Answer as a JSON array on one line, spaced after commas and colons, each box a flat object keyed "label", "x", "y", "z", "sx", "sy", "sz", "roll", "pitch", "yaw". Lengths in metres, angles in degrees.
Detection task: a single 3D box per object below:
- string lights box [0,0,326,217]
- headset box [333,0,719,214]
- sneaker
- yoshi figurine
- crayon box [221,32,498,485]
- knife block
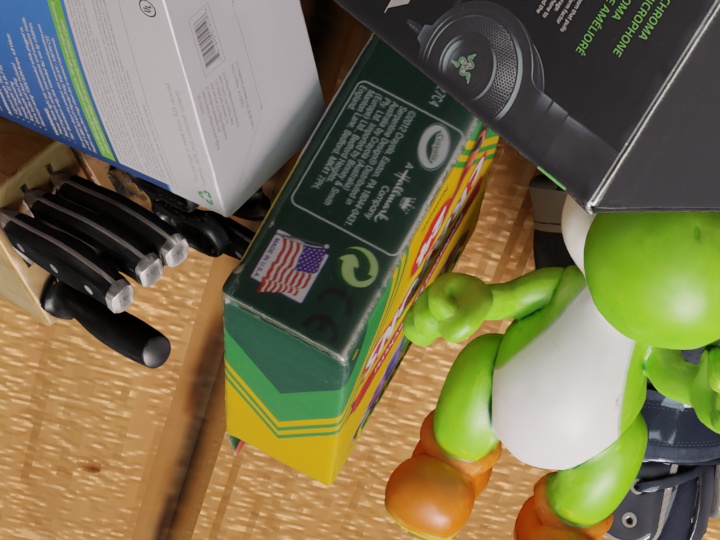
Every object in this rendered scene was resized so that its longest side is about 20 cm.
[{"label": "string lights box", "x": -0.112, "y": -0.103, "z": 0.838, "sx": 0.199, "sy": 0.059, "sz": 0.103, "roll": 25, "pitch": 145, "yaw": 33}, {"label": "headset box", "x": 0.068, "y": -0.102, "z": 0.700, "sx": 0.200, "sy": 0.174, "sz": 0.093, "roll": 41, "pitch": 112, "yaw": 25}, {"label": "sneaker", "x": 0.155, "y": 0.039, "z": 0.930, "sx": 0.202, "sy": 0.077, "sz": 0.147, "roll": 4, "pitch": 96, "yaw": 40}, {"label": "yoshi figurine", "x": 0.083, "y": 0.029, "z": 0.853, "sx": 0.112, "sy": 0.112, "sz": 0.201, "roll": 2, "pitch": 126, "yaw": -38}, {"label": "crayon box", "x": 0.000, "y": 0.000, "z": 0.896, "sx": 0.051, "sy": 0.127, "sz": 0.200, "roll": 27, "pitch": 162, "yaw": 6}, {"label": "knife block", "x": -0.129, "y": -0.023, "z": 0.905, "sx": 0.199, "sy": 0.176, "sz": 0.064, "roll": -13, "pitch": 129, "yaw": 16}]
